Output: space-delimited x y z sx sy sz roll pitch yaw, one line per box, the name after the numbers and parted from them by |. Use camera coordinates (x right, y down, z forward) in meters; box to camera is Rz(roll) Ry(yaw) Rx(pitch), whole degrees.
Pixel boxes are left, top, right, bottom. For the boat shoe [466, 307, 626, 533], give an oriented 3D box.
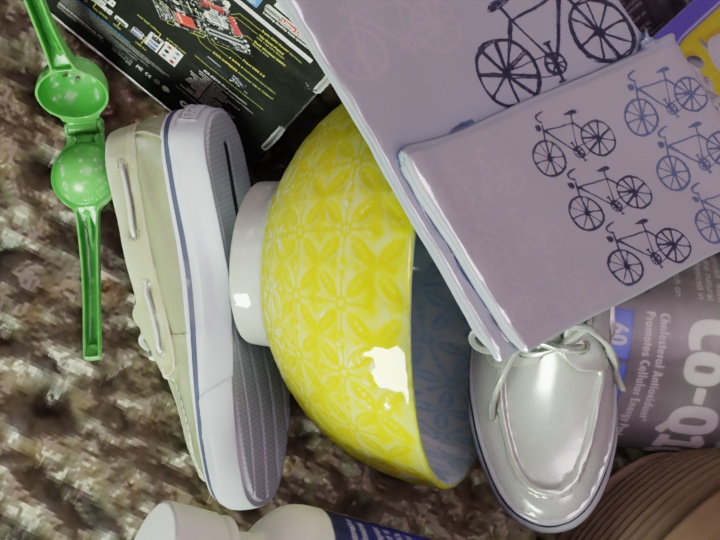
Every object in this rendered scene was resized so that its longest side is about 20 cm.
0.088 0.018 1.121 0.074 0.086 0.203 3 81 4 | boat shoe

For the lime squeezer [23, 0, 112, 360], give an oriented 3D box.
-0.137 -0.060 1.196 0.038 0.071 0.201 -10 112 -8 | lime squeezer

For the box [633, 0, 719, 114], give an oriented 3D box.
0.220 -0.050 1.202 0.200 0.048 0.117 48 54 0 | box

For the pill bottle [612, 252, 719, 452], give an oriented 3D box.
0.179 0.039 1.239 0.199 0.114 0.114 7 81 -13 | pill bottle

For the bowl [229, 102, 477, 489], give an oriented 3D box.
0.000 0.000 1.163 0.107 0.200 0.201 3 80 16 | bowl

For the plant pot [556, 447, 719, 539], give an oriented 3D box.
0.156 0.155 1.203 0.201 0.201 0.093 -38 57 -16 | plant pot

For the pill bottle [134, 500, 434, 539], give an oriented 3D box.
-0.009 0.174 1.123 0.199 0.120 0.120 18 78 -18 | pill bottle

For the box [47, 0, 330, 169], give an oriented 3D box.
-0.093 -0.151 1.167 0.200 0.160 0.049 39 59 -5 | box

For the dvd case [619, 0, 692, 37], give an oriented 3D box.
0.170 -0.147 1.259 0.149 0.016 0.200 -41 110 -36 | dvd case

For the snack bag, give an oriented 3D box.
0.079 -0.076 1.097 0.188 0.021 0.200 -24 78 -37 | snack bag

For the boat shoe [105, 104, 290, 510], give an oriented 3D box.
-0.080 0.019 1.204 0.062 0.072 0.201 -6 93 23 | boat shoe
